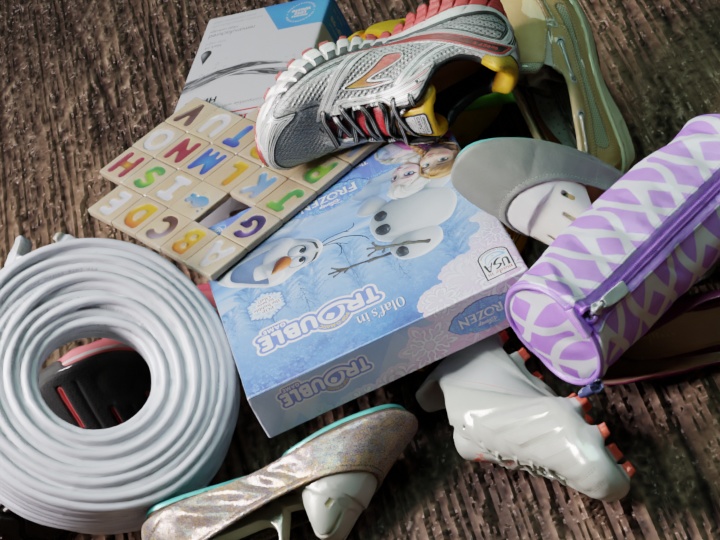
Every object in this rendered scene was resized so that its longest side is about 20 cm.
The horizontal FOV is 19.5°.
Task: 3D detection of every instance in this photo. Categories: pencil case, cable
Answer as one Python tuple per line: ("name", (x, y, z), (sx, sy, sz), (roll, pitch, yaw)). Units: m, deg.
("pencil case", (0.176, -0.016, 1.303), (0.200, 0.084, 0.086), (-44, -4, -26))
("cable", (-0.178, 0.076, 1.415), (0.200, 0.069, 0.200), (25, 66, -2))

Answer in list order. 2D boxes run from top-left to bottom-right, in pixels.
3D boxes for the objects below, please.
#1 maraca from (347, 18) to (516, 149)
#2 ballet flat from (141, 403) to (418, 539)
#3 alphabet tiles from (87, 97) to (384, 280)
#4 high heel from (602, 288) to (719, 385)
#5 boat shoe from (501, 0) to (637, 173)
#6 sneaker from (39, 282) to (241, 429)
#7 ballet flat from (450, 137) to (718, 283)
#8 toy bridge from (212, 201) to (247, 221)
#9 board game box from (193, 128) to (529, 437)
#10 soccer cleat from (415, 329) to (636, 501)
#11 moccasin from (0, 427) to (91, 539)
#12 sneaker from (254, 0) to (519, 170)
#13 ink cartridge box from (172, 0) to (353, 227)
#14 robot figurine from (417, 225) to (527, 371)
("maraca", (0.059, -0.138, 1.589), (0.200, 0.107, 0.137), (-4, 18, -12))
("ballet flat", (-0.046, 0.156, 1.361), (0.200, 0.068, 0.067), (-26, 57, 10))
("alphabet tiles", (-0.102, -0.074, 1.531), (0.167, 0.008, 0.200), (-40, 38, -20))
("high heel", (0.234, 0.044, 1.309), (0.200, 0.067, 0.096), (-7, 32, 45))
("boat shoe", (0.130, -0.146, 1.498), (0.072, 0.076, 0.200), (-39, 70, 34))
("sneaker", (-0.141, 0.059, 1.528), (0.200, 0.074, 0.087), (-20, 27, -1))
("ballet flat", (0.153, -0.036, 1.370), (0.067, 0.200, 0.064), (-56, 32, 33))
("toy bridge", (-0.033, -0.086, 1.650), (0.200, 0.027, 0.067), (-38, 39, -11))
("board game box", (0.000, 0.000, 1.420), (0.200, 0.043, 0.199), (-25, 38, 0))
("soccer cleat", (0.104, 0.104, 1.324), (0.078, 0.069, 0.200), (-38, 32, -6))
("moccasin", (-0.267, 0.172, 1.461), (0.201, 0.074, 0.078), (-37, 50, 2))
("sneaker", (0.018, -0.124, 1.455), (0.200, 0.078, 0.082), (-27, 51, 6))
("ink cartridge box", (-0.079, -0.123, 1.643), (0.116, 0.067, 0.200), (-10, 41, 23))
("robot figurine", (0.046, -0.003, 1.482), (0.145, 0.058, 0.200), (8, 49, 37))
